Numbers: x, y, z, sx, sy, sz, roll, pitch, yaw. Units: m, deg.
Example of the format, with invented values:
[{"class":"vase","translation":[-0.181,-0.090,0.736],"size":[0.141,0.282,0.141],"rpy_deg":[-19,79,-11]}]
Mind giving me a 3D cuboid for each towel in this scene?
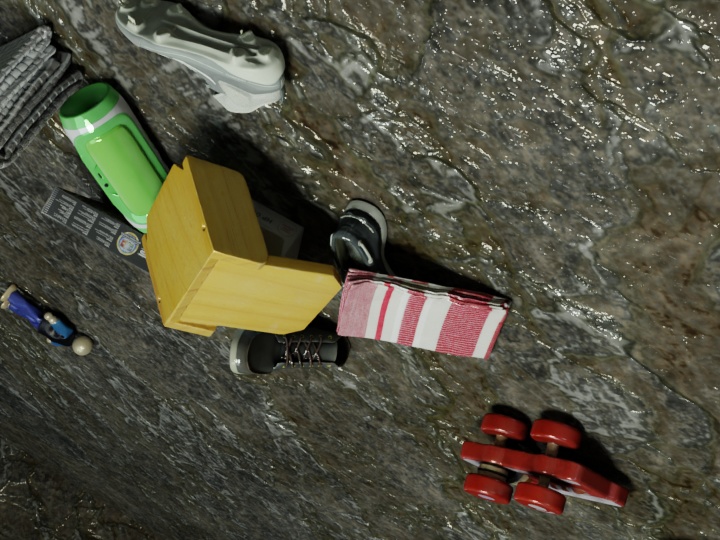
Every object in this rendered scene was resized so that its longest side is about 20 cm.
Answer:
[{"class":"towel","translation":[-0.455,-0.200,1.226],"size":[0.165,0.200,0.086],"rpy_deg":[-4,137,45]},{"class":"towel","translation":[0.073,0.060,1.206],"size":[0.199,0.023,0.144],"rpy_deg":[10,148,0]}]

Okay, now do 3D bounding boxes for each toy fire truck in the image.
[{"class":"toy fire truck","translation":[0.246,0.278,1.347],"size":[0.200,0.112,0.168],"rpy_deg":[1,155,44]}]

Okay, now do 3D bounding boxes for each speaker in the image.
[{"class":"speaker","translation":[-0.306,-0.143,1.277],"size":[0.088,0.089,0.200],"rpy_deg":[8,141,36]}]

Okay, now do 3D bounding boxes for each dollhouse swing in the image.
[{"class":"dollhouse swing","translation":[-0.146,-0.025,1.214],"size":[0.200,0.175,0.182],"rpy_deg":[-48,54,51]}]

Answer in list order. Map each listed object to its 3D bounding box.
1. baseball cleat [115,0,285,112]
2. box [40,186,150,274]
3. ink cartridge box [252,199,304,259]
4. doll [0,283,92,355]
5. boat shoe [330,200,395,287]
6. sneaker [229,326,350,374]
[{"class":"baseball cleat","translation":[-0.173,-0.224,1.053],"size":[0.200,0.070,0.107],"rpy_deg":[24,148,17]},{"class":"box","translation":[-0.332,-0.046,1.404],"size":[0.200,0.044,0.160],"rpy_deg":[28,-179,9]},{"class":"ink cartridge box","translation":[-0.145,-0.027,1.295],"size":[0.115,0.068,0.200],"rpy_deg":[28,143,7]},{"class":"doll","translation":[-0.625,0.107,1.961],"size":[0.200,0.049,0.136],"rpy_deg":[35,150,-2]},{"class":"boat shoe","translation":[0.000,0.000,1.214],"size":[0.075,0.060,0.200],"rpy_deg":[16,145,27]},{"class":"sneaker","translation":[-0.096,0.107,1.375],"size":[0.106,0.200,0.075],"rpy_deg":[8,99,25]}]
